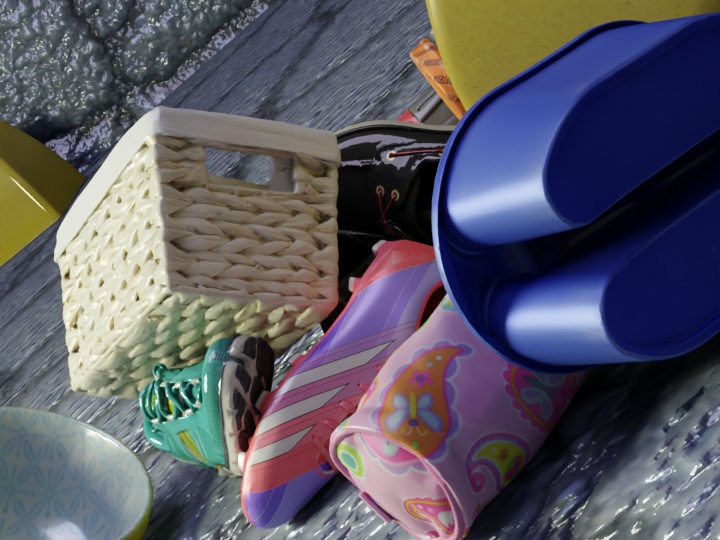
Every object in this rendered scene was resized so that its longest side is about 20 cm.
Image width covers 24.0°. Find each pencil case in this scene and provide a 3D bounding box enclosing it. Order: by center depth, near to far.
[{"bbox_3d":[0.071,0.042,0.851,0.200,0.088,0.087,-50,17,-30],"label":"pencil case"}]

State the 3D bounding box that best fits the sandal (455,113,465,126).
[{"bbox_3d":[0.109,-0.091,1.175,0.200,0.080,0.054,-45,-10,7],"label":"sandal"}]

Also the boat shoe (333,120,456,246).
[{"bbox_3d":[0.036,-0.055,1.118,0.199,0.074,0.063,-2,35,22],"label":"boat shoe"}]

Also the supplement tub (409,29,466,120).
[{"bbox_3d":[0.140,-0.187,1.242,0.199,0.123,0.123,-39,15,4],"label":"supplement tub"}]

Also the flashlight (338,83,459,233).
[{"bbox_3d":[0.008,-0.057,1.337,0.200,0.068,0.068,-44,19,6],"label":"flashlight"}]

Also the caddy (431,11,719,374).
[{"bbox_3d":[0.124,-0.037,0.800,0.199,0.143,0.105,-32,15,-28],"label":"caddy"}]

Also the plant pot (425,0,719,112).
[{"bbox_3d":[0.134,-0.177,0.931,0.194,0.200,0.196,-23,46,34],"label":"plant pot"}]

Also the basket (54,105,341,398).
[{"bbox_3d":[-0.107,-0.002,1.099,0.200,0.134,0.125,-40,51,54],"label":"basket"}]

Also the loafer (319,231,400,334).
[{"bbox_3d":[0.000,0.000,1.166,0.068,0.071,0.201,-36,16,15],"label":"loafer"}]

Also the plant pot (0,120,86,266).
[{"bbox_3d":[-0.616,-0.134,2.889,0.199,0.177,0.200,-36,15,18],"label":"plant pot"}]

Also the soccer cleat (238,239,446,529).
[{"bbox_3d":[0.000,0.069,0.999,0.076,0.067,0.201,19,65,32],"label":"soccer cleat"}]

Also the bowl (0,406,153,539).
[{"bbox_3d":[-0.241,0.186,1.129,0.201,0.198,0.109,-75,-5,-65],"label":"bowl"}]

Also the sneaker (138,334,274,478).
[{"bbox_3d":[-0.099,0.088,1.053,0.200,0.079,0.078,120,163,-69],"label":"sneaker"}]
